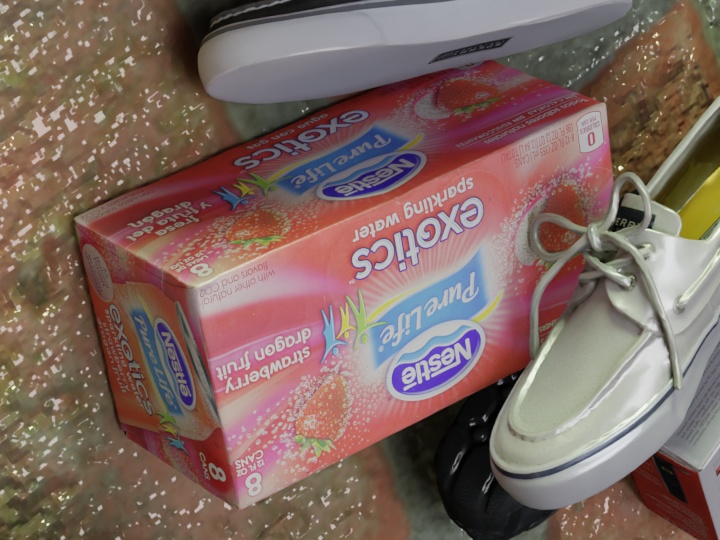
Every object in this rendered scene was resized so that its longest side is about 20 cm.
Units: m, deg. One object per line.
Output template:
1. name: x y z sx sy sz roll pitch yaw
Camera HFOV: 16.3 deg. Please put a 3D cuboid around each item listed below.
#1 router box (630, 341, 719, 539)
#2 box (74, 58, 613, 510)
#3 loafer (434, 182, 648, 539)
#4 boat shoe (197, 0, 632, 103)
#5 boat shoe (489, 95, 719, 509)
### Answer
1. router box: 0.192 0.019 1.123 0.200 0.049 0.180 -54 161 -9
2. box: 0.000 0.000 1.004 0.199 0.095 0.103 -24 120 -28
3. loafer: 0.104 0.037 1.118 0.201 0.068 0.070 -50 157 -18
4. boat shoe: 0.019 -0.111 1.008 0.199 0.069 0.057 -14 81 -30
5. boat shoe: 0.110 -0.004 0.975 0.202 0.075 0.086 -46 129 -17
